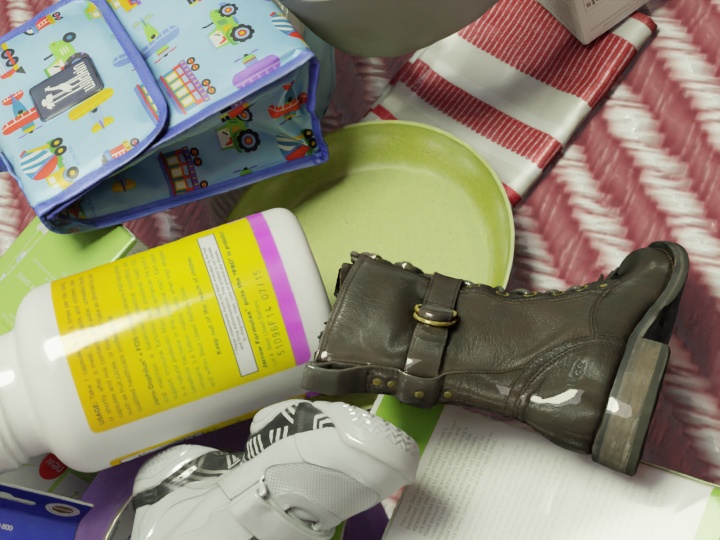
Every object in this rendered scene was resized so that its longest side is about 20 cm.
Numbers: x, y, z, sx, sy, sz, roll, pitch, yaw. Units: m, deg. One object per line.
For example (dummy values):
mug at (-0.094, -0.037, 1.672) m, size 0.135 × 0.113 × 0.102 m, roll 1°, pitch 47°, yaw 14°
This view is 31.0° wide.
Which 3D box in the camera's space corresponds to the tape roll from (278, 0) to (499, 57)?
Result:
tape roll at (0.023, -0.230, 0.770) m, size 0.198 × 0.066 × 0.203 m, roll -16°, pitch 58°, yaw 28°

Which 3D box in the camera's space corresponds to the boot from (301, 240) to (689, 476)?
boot at (0.072, 0.020, 0.662) m, size 0.172 × 0.070 × 0.200 m, roll 15°, pitch 28°, yaw 12°

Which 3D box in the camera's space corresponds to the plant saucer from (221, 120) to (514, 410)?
plant saucer at (0.000, 0.000, 0.789) m, size 0.197 × 0.031 × 0.202 m, roll -10°, pitch 58°, yaw 16°

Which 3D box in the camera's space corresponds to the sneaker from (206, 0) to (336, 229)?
sneaker at (-0.049, -0.110, 0.898) m, size 0.073 × 0.081 × 0.203 m, roll 13°, pitch 93°, yaw 43°

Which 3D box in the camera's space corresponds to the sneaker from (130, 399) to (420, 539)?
sneaker at (-0.052, 0.138, 0.634) m, size 0.199 × 0.075 × 0.116 m, roll -22°, pitch 45°, yaw 42°

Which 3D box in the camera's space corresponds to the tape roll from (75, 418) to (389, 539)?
tape roll at (-0.080, 0.179, 0.741) m, size 0.198 × 0.066 × 0.202 m, roll -15°, pitch 55°, yaw 23°

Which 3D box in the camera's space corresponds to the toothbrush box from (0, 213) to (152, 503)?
toothbrush box at (-0.186, 0.071, 0.815) m, size 0.200 × 0.146 × 0.086 m, roll -49°, pitch 51°, yaw -6°

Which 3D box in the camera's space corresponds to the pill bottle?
pill bottle at (-0.115, 0.044, 0.700) m, size 0.198 × 0.105 × 0.105 m, roll -18°, pitch 51°, yaw -8°

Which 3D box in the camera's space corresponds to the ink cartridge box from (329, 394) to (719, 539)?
ink cartridge box at (0.076, 0.157, 0.648) m, size 0.198 × 0.076 × 0.149 m, roll 16°, pitch 70°, yaw 33°

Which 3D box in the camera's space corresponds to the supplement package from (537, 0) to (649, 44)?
supplement package at (0.142, -0.276, 0.846) m, size 0.155 × 0.111 × 0.201 m, roll -34°, pitch 51°, yaw -3°

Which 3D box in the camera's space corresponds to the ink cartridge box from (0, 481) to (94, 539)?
ink cartridge box at (-0.225, 0.166, 0.747) m, size 0.200 × 0.094 × 0.037 m, roll 133°, pitch 148°, yaw -51°

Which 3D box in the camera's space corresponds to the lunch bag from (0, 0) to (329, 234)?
lunch bag at (-0.141, -0.105, 0.791) m, size 0.198 × 0.095 × 0.151 m, roll -26°, pitch 56°, yaw -15°

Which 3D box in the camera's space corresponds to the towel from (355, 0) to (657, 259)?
towel at (0.080, -0.112, 0.851) m, size 0.201 × 0.023 × 0.144 m, roll -50°, pitch 51°, yaw -6°
